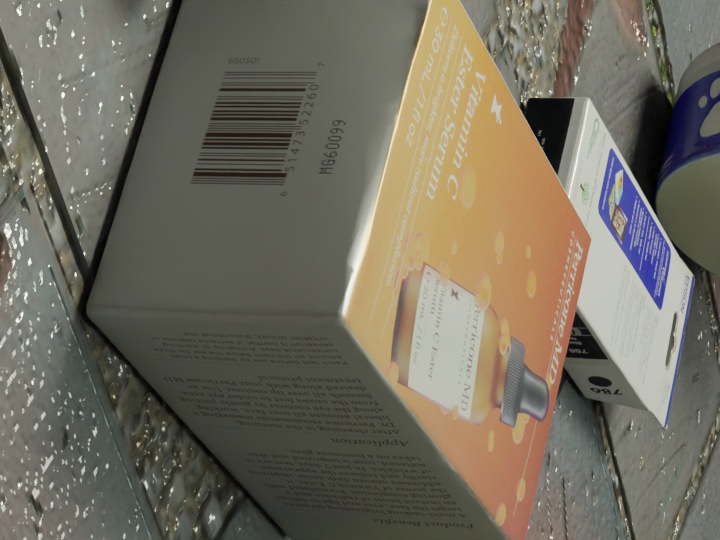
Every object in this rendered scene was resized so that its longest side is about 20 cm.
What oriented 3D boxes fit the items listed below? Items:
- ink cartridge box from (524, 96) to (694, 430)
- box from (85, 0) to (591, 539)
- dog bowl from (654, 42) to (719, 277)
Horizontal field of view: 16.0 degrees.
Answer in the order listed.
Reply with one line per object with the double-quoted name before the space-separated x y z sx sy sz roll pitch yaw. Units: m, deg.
"ink cartridge box" 0.125 0.000 1.343 0.200 0.039 0.100 51 46 -53
"box" 0.000 0.000 0.992 0.200 0.106 0.153 53 44 -53
"dog bowl" 0.271 -0.053 1.464 0.200 0.200 0.079 53 48 -53
